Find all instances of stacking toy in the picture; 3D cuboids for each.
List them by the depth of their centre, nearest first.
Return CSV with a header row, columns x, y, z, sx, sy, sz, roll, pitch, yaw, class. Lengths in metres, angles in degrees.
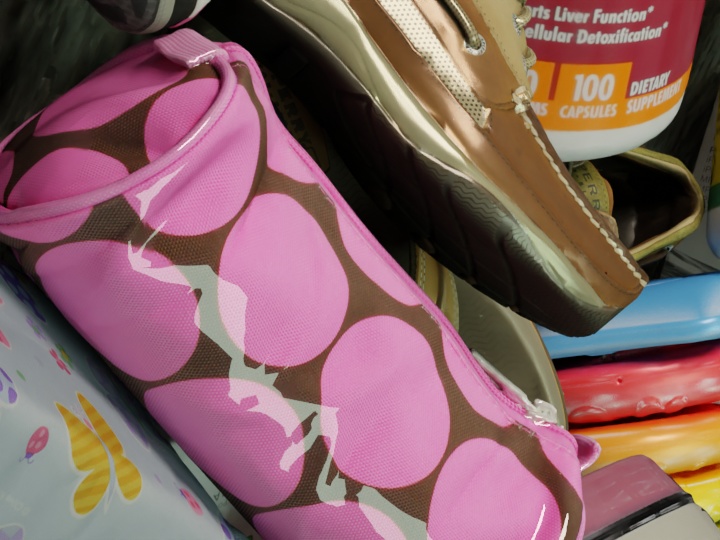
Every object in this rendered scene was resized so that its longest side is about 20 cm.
x,y,z,sx,sy,sz,roll,pitch,yaw,class
0.109,0.105,1.050,0.116,0.110,0.200,-15,96,-73,stacking toy

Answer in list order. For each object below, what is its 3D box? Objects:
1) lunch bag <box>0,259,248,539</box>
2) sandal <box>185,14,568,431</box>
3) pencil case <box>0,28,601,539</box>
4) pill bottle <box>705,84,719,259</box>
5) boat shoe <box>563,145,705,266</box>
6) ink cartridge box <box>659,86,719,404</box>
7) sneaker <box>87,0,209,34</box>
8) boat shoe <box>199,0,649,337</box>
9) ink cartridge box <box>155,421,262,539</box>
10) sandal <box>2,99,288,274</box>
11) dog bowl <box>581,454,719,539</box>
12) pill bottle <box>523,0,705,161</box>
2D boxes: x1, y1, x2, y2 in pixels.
x,y,z,sx,sy,sz,roll,pitch,yaw,class
-0.154,0.089,0.747,0.200,0.127,0.170,-38,147,5,lunch bag
0.000,0.000,0.869,0.080,0.054,0.200,-23,110,11,sandal
-0.016,0.021,0.786,0.094,0.091,0.200,-41,118,-1,pencil case
0.195,-0.099,1.042,0.113,0.113,0.200,15,80,-57,pill bottle
0.057,-0.027,0.973,0.200,0.068,0.072,-8,86,-60,boat shoe
0.184,0.039,1.161,0.147,0.083,0.200,28,78,-58,ink cartridge box
-0.104,-0.120,0.700,0.087,0.074,0.200,-49,141,-16,sneaker
0.018,-0.068,0.810,0.074,0.076,0.200,-46,101,-13,boat shoe
-0.046,0.103,0.976,0.109,0.050,0.200,-32,138,-36,ink cartridge box
-0.083,0.024,0.860,0.200,0.075,0.048,-61,174,17,sandal
0.043,0.133,0.937,0.200,0.074,0.200,-28,172,-4,dog bowl
0.065,-0.145,0.867,0.113,0.113,0.200,-24,133,-42,pill bottle
